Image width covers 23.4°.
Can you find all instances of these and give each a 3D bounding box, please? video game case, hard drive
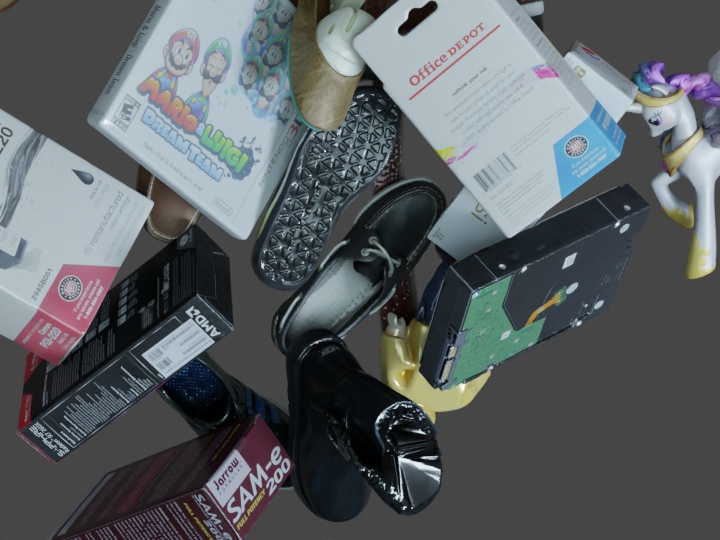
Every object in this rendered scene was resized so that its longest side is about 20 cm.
[{"bbox_3d":[-0.110,-0.147,1.399,0.200,0.024,0.182,40,75,-48],"label":"video game case"},{"bbox_3d":[0.145,0.015,1.461,0.200,0.038,0.140,-26,148,-29],"label":"hard drive"}]

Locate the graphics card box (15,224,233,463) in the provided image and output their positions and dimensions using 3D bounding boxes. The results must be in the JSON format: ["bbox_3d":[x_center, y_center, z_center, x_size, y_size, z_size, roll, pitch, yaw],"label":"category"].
[{"bbox_3d":[-0.196,0.060,1.450,0.200,0.126,0.051,-38,116,14],"label":"graphics card box"}]

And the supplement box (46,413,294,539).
[{"bbox_3d":[-0.163,0.199,1.468,0.200,0.109,0.061,-24,107,36],"label":"supplement box"}]

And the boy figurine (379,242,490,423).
[{"bbox_3d":[0.067,0.077,1.531,0.124,0.064,0.200,14,105,-31],"label":"boy figurine"}]

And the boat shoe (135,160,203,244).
[{"bbox_3d":[-0.141,-0.116,1.459,0.076,0.072,0.200,15,101,-9],"label":"boat shoe"}]

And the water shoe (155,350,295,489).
[{"bbox_3d":[-0.117,0.132,1.517,0.200,0.079,0.072,40,97,-13],"label":"water shoe"}]

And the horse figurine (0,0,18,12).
[{"bbox_3d":[-0.255,-0.303,1.412,0.200,0.050,0.133,-31,117,-5],"label":"horse figurine"}]

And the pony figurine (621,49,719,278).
[{"bbox_3d":[0.324,-0.114,1.483,0.193,0.167,0.200,-22,120,7],"label":"pony figurine"}]

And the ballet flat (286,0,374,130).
[{"bbox_3d":[-0.014,-0.208,1.397,0.068,0.200,0.072,28,141,-31],"label":"ballet flat"}]

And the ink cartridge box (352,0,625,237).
[{"bbox_3d":[0.101,-0.141,1.364,0.115,0.068,0.200,-37,96,21],"label":"ink cartridge box"}]

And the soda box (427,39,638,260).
[{"bbox_3d":[0.143,-0.090,1.441,0.068,0.064,0.200,37,112,0],"label":"soda box"}]

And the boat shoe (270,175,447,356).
[{"bbox_3d":[0.000,0.000,1.508,0.200,0.060,0.074,-41,104,5],"label":"boat shoe"}]

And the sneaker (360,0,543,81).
[{"bbox_3d":[0.070,-0.160,1.465,0.200,0.071,0.099,-15,101,-12],"label":"sneaker"}]

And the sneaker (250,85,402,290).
[{"bbox_3d":[-0.038,-0.076,1.473,0.072,0.083,0.200,31,103,-14],"label":"sneaker"}]

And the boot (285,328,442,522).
[{"bbox_3d":[0.004,0.164,1.458,0.076,0.168,0.201,-19,123,-22],"label":"boot"}]

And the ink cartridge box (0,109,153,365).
[{"bbox_3d":[-0.293,-0.039,1.424,0.200,0.085,0.146,30,59,-11],"label":"ink cartridge box"}]
